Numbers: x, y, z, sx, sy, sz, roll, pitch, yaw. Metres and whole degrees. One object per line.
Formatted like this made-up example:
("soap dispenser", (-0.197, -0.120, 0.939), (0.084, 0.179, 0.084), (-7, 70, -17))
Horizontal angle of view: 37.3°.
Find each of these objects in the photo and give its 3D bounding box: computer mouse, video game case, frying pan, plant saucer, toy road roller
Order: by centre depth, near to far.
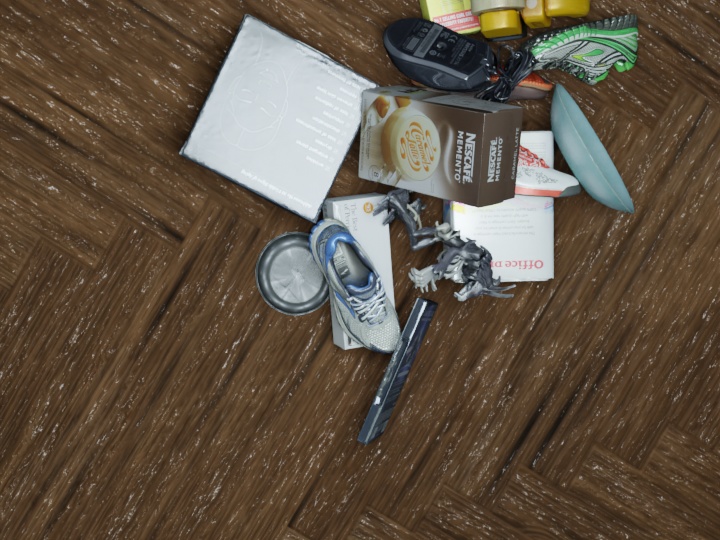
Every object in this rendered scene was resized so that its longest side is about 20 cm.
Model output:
("computer mouse", (0.117, -0.264, 1.397), (0.198, 0.053, 0.139), (28, 57, 17))
("toy road roller", (0.224, -0.376, 1.399), (0.143, 0.200, 0.125), (-4, 95, 16))
("plant saucer", (0.302, -0.155, 1.437), (0.038, 0.201, 0.202), (-32, 99, 19))
("video game case", (0.053, 0.134, 1.448), (0.019, 0.143, 0.203), (22, 91, 10))
("frying pan", (-0.053, -0.001, 1.483), (0.187, 0.031, 0.117), (-10, 98, -3))

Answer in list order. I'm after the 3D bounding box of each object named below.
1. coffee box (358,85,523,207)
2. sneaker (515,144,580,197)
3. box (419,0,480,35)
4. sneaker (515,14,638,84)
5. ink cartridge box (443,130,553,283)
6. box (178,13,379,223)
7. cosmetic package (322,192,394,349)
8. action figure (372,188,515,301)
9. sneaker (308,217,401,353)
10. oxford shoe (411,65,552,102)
("coffee box", (0.095, -0.157, 1.320), (0.079, 0.198, 0.116), (-14, 113, -44))
("sneaker", (0.194, -0.155, 1.392), (0.198, 0.067, 0.110), (4, 96, -1))
("box", (0.108, -0.418, 1.454), (0.074, 0.050, 0.204), (-12, 97, -5))
("sneaker", (0.301, -0.294, 1.463), (0.197, 0.078, 0.087), (-14, 101, -17))
("ink cartridge box", (0.188, -0.090, 1.473), (0.145, 0.086, 0.204), (0, 96, -5))
("box", (-0.108, -0.196, 1.410), (0.198, 0.124, 0.199), (26, 90, -9))
("cosmetic package", (0.000, 0.000, 1.461), (0.081, 0.051, 0.204), (-9, 101, -22))
("action figure", (0.104, -0.015, 1.384), (0.102, 0.119, 0.200), (-45, 72, -5))
("sneaker", (-0.002, 0.030, 1.392), (0.077, 0.085, 0.202), (-34, 108, -10))
("oxford shoe", (0.165, -0.243, 1.476), (0.196, 0.071, 0.074), (2, 114, -2))
